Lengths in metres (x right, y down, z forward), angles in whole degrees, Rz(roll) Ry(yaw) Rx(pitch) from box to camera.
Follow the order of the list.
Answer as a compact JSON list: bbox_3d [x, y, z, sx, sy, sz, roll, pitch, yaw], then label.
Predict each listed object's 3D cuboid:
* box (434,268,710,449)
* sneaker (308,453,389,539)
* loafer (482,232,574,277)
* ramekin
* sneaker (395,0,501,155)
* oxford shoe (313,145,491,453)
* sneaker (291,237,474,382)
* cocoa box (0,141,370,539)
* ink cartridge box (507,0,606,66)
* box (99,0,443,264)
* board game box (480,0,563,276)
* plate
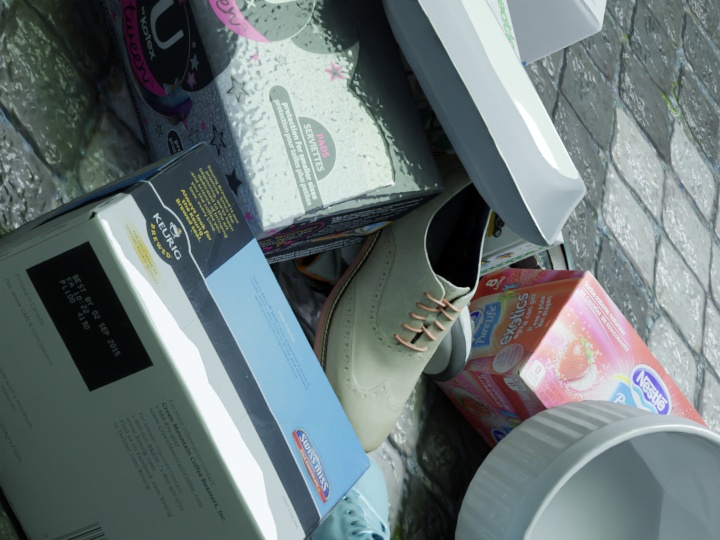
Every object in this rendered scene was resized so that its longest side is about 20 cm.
[{"bbox_3d":[0.150,0.098,1.708,0.200,0.102,0.095,50,62,-29],"label":"box"},{"bbox_3d":[0.002,0.175,1.447,0.074,0.082,0.200,51,32,-29],"label":"sneaker"},{"bbox_3d":[0.095,-0.038,1.790,0.063,0.072,0.201,2,61,-39],"label":"loafer"},{"bbox_3d":[0.155,0.178,1.601,0.200,0.200,0.105,50,-11,-29],"label":"ramekin"},{"bbox_3d":[0.045,-0.118,1.631,0.091,0.077,0.201,151,-70,-78],"label":"sneaker"},{"bbox_3d":[0.027,0.022,1.529,0.071,0.074,0.201,16,90,-35],"label":"oxford shoe"},{"bbox_3d":[0.000,0.000,1.594,0.200,0.074,0.079,53,51,-25],"label":"sneaker"},{"bbox_3d":[-0.110,0.059,1.281,0.200,0.133,0.131,63,28,-8],"label":"cocoa box"},{"bbox_3d":[0.110,-0.239,1.858,0.085,0.144,0.200,50,33,-27],"label":"ink cartridge box"},{"bbox_3d":[-0.057,-0.113,1.469,0.132,0.115,0.201,-13,80,-31],"label":"box"},{"bbox_3d":[0.055,-0.091,1.680,0.035,0.126,0.201,16,57,-55],"label":"board game box"},{"bbox_3d":[0.069,-0.113,1.508,0.200,0.032,0.200,62,15,-5],"label":"plate"}]
